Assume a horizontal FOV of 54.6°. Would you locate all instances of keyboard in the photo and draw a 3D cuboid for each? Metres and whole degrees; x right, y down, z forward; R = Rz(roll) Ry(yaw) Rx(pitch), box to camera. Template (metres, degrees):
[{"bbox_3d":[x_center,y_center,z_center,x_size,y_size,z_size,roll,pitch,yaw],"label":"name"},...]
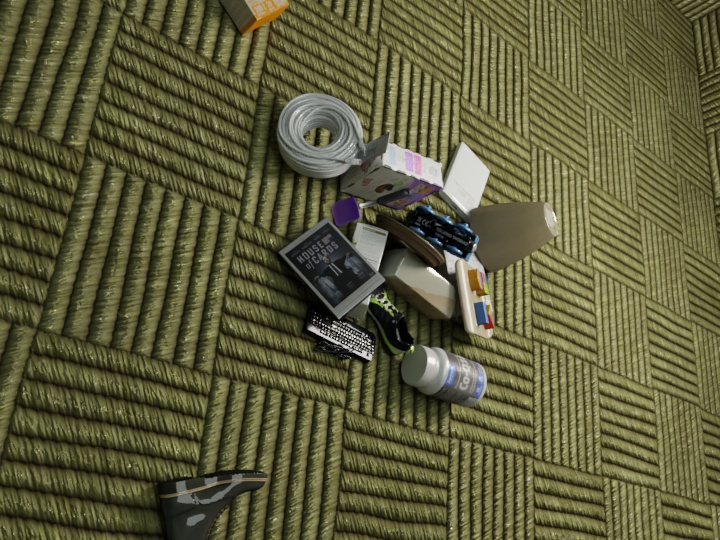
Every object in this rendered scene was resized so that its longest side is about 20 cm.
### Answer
[{"bbox_3d":[-0.005,-0.262,1.612,0.011,0.198,0.057,36,54,-30],"label":"keyboard"},{"bbox_3d":[-0.038,0.149,1.555,0.198,0.039,0.106,28,58,-30],"label":"keyboard"}]

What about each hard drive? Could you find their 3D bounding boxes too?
[{"bbox_3d":[0.298,-0.252,1.988,0.132,0.026,0.202,41,53,-23],"label":"hard drive"}]

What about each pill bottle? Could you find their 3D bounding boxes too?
[{"bbox_3d":[0.200,0.251,1.675,0.198,0.113,0.116,23,62,-33],"label":"pill bottle"}]

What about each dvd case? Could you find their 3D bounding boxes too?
[{"bbox_3d":[-0.063,-0.005,1.520,0.150,0.025,0.200,-38,77,-27],"label":"dvd case"}]

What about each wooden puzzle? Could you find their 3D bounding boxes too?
[{"bbox_3d":[0.300,0.073,1.769,0.199,0.046,0.189,19,61,-64],"label":"wooden puzzle"}]

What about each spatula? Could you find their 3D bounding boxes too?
[{"bbox_3d":[0.029,-0.161,1.656,0.197,0.021,0.057,-18,88,-9],"label":"spatula"}]

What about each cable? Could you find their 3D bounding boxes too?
[{"bbox_3d":[-0.093,-0.307,1.587,0.196,0.069,0.203,-4,67,-8],"label":"cable"}]

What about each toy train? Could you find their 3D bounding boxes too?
[{"bbox_3d":[0.206,-0.095,1.768,0.088,0.198,0.114,-62,164,0],"label":"toy train"}]

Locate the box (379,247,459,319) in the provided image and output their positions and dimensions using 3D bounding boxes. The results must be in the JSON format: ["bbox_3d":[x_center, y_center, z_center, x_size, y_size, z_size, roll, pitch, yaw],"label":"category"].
[{"bbox_3d":[0.142,0.034,1.705,0.199,0.094,0.079,37,70,-24],"label":"box"}]

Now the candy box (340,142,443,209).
[{"bbox_3d":[0.074,-0.227,1.691,0.198,0.167,0.073,13,66,-37],"label":"candy box"}]

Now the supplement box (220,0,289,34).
[{"bbox_3d":[-0.272,-0.665,1.601,0.201,0.073,0.126,56,48,-11],"label":"supplement box"}]

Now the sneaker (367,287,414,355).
[{"bbox_3d":[0.073,0.103,1.635,0.071,0.082,0.202,-29,93,-42],"label":"sneaker"}]

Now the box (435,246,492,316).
[{"bbox_3d":[0.275,0.019,1.868,0.154,0.041,0.204,-2,78,-42],"label":"box"}]

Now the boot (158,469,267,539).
[{"bbox_3d":[-0.261,0.437,1.252,0.197,0.077,0.141,-1,80,-27],"label":"boot"}]

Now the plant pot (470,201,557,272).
[{"bbox_3d":[0.430,-0.112,1.910,0.186,0.198,0.191,29,52,-46],"label":"plant pot"}]

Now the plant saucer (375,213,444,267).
[{"bbox_3d":[0.113,-0.067,1.672,0.199,0.200,0.030,38,84,-25],"label":"plant saucer"}]

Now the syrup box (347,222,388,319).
[{"bbox_3d":[0.000,0.000,1.594,0.080,0.079,0.203,16,61,0],"label":"syrup box"}]
